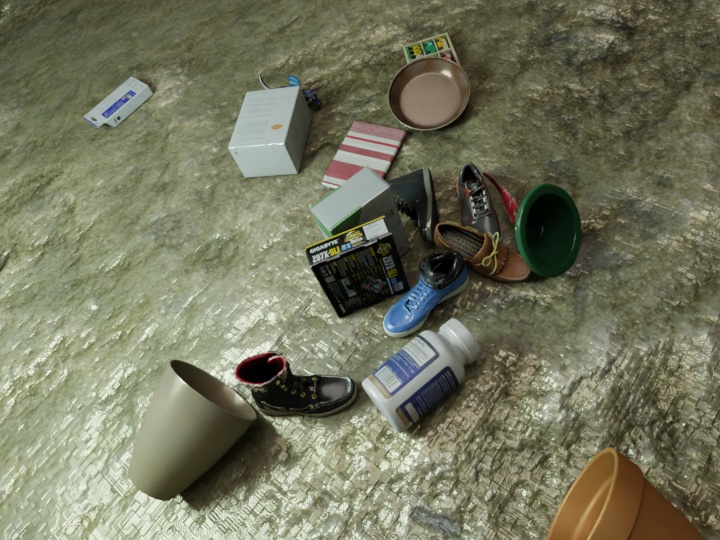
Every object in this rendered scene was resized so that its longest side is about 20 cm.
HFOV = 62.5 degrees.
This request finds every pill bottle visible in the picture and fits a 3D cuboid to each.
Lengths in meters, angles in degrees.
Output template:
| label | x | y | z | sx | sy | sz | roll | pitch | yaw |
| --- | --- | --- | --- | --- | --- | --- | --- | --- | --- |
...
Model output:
| label | x | y | z | sx | sy | sz | roll | pitch | yaw |
| --- | --- | --- | --- | --- | --- | --- | --- | --- | --- |
| pill bottle | 0.110 | 0.177 | 1.031 | 0.199 | 0.111 | 0.111 | -38 | 55 | -9 |

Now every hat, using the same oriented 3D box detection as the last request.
| label | x | y | z | sx | sy | sz | roll | pitch | yaw |
| --- | --- | --- | --- | --- | --- | --- | --- | --- | --- |
| hat | 0.319 | -0.083 | 1.182 | 0.175 | 0.165 | 0.202 | -4 | 57 | 61 |

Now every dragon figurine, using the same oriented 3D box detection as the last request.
| label | x | y | z | sx | sy | sz | roll | pitch | yaw |
| --- | --- | --- | --- | --- | --- | --- | --- | --- | --- |
| dragon figurine | -0.187 | -0.477 | 1.587 | 0.099 | 0.059 | 0.200 | -38 | 55 | -10 |

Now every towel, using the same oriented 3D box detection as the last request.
| label | x | y | z | sx | sy | sz | roll | pitch | yaw |
| --- | --- | --- | --- | --- | --- | --- | --- | --- | --- |
| towel | 0.009 | -0.266 | 1.411 | 0.143 | 0.023 | 0.201 | 16 | 65 | 23 |

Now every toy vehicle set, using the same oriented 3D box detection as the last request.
| label | x | y | z | sx | sy | sz | roll | pitch | yaw |
| --- | --- | --- | --- | --- | --- | --- | --- | --- | --- |
| toy vehicle set | 0.187 | -0.525 | 1.524 | 0.123 | 0.027 | 0.202 | -15 | 54 | 7 |

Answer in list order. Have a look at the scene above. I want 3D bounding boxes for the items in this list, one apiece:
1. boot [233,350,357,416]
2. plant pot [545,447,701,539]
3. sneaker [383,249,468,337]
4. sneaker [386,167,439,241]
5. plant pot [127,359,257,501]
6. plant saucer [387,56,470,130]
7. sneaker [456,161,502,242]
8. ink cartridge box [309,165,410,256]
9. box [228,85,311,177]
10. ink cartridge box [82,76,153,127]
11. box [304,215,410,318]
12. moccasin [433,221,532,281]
| label | x | y | z | sx | sy | sz | roll | pitch | yaw |
| --- | --- | --- | --- | --- | --- | --- | --- | --- | --- |
| boot | -0.116 | 0.201 | 1.058 | 0.197 | 0.151 | 0.074 | -6 | 56 | 14 |
| plant pot | 0.353 | 0.364 | 0.795 | 0.139 | 0.201 | 0.201 | 29 | 69 | 13 |
| sneaker | 0.117 | 0.037 | 1.121 | 0.199 | 0.112 | 0.077 | -34 | 54 | -7 |
| sneaker | 0.108 | -0.129 | 1.265 | 0.105 | 0.075 | 0.202 | -13 | 46 | 14 |
| plant pot | -0.318 | 0.295 | 1.059 | 0.186 | 0.187 | 0.201 | 32 | 85 | 32 |
| plant saucer | 0.166 | -0.420 | 1.433 | 0.198 | 0.037 | 0.203 | -4 | 73 | 12 |
| sneaker | 0.235 | -0.138 | 1.217 | 0.076 | 0.082 | 0.202 | -17 | 57 | 5 |
| ink cartridge box | 0.005 | -0.081 | 1.180 | 0.145 | 0.201 | 0.088 | -37 | 51 | -9 |
| box | -0.221 | -0.345 | 1.480 | 0.150 | 0.107 | 0.202 | -1 | 57 | 16 |
| ink cartridge box | -0.725 | -0.493 | 1.776 | 0.099 | 0.039 | 0.200 | 32 | 70 | 31 |
| box | 0.000 | 0.000 | 1.127 | 0.158 | 0.201 | 0.050 | -23 | 55 | 1 |
| moccasin | 0.234 | -0.040 | 1.137 | 0.200 | 0.078 | 0.074 | 33 | 87 | 12 |
